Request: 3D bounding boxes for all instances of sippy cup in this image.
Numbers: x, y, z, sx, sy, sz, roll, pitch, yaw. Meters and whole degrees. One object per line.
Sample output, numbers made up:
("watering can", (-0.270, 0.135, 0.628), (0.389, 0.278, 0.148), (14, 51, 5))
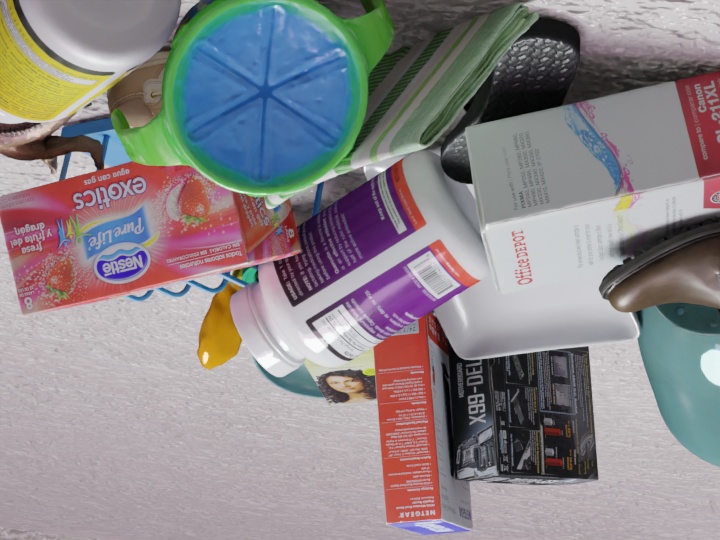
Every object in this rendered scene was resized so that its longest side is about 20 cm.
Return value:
("sippy cup", (-0.073, -0.133, 1.293), (0.177, 0.140, 0.130), (7, -163, -15))

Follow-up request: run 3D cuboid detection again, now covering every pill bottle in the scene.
("pill bottle", (-0.211, -0.167, 1.316), (0.112, 0.113, 0.200), (19, 160, -26))
("pill bottle", (0.000, 0.000, 1.498), (0.200, 0.113, 0.112), (-32, 147, 15))

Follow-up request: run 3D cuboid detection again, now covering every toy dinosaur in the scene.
("toy dinosaur", (-0.276, -0.118, 1.482), (0.135, 0.086, 0.200), (3, -175, -30))

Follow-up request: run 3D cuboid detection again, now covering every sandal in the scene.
("sandal", (0.112, -0.126, 1.394), (0.075, 0.048, 0.201), (10, 149, -11))

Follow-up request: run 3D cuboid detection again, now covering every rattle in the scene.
("rattle", (-0.043, 0.021, 1.767), (0.199, 0.143, 0.130), (11, 144, 16))

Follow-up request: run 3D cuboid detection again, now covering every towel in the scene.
("towel", (0.022, -0.112, 1.323), (0.023, 0.153, 0.200), (49, 147, -18))

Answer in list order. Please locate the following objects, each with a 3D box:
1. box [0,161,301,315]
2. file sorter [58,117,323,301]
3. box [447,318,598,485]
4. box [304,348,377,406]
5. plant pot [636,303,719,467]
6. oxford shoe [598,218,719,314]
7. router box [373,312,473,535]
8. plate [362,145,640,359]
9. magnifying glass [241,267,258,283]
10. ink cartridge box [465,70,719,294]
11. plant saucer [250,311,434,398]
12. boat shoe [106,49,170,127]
("box", (-0.159, -0.034, 1.455), (0.199, 0.095, 0.103), (-13, 180, 22))
("file sorter", (-0.146, -0.052, 1.613), (0.199, 0.123, 0.139), (-7, 156, 40))
("box", (0.144, 0.088, 1.715), (0.050, 0.201, 0.157), (-12, 166, 39))
("box", (-0.014, 0.061, 1.679), (0.075, 0.050, 0.200), (-6, 154, 11))
("plant pot", (0.312, 0.037, 1.549), (0.200, 0.201, 0.161), (0, 148, 27))
("oxford shoe", (0.271, 0.008, 1.375), (0.199, 0.085, 0.073), (-11, 160, 4))
("router box", (0.055, 0.135, 1.678), (0.049, 0.180, 0.200), (-6, 169, 10))
("plate", (0.118, -0.024, 1.567), (0.199, 0.032, 0.201), (-10, 114, 44))
("magnifying glass", (-0.016, -0.007, 1.626), (0.199, 0.022, 0.080), (-14, 141, 35))
("ink cartridge box", (0.182, -0.062, 1.386), (0.199, 0.083, 0.146), (-12, 159, 4))
("plant saucer", (-0.006, 0.043, 1.767), (0.199, 0.027, 0.201), (-10, 140, -9))
("boat shoe", (-0.127, -0.126, 1.464), (0.074, 0.069, 0.200), (25, 156, -39))
